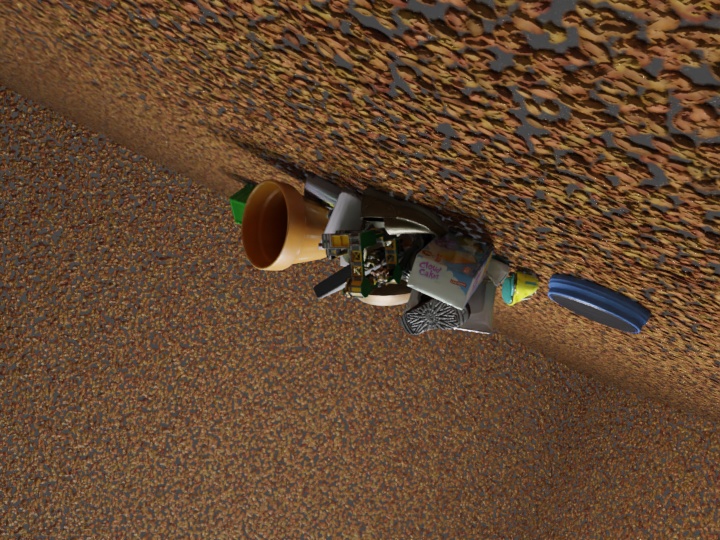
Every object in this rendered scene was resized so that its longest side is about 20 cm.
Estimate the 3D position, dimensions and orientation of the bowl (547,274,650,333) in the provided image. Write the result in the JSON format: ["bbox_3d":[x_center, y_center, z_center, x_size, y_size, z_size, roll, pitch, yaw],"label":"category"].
[{"bbox_3d":[0.460,0.067,1.188,0.195,0.040,0.201,25,177,2],"label":"bowl"}]

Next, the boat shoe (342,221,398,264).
[{"bbox_3d":[0.033,-0.085,1.396,0.070,0.072,0.199,47,132,-8],"label":"boat shoe"}]

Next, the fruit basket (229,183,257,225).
[{"bbox_3d":[-0.325,-0.218,2.090,0.208,0.160,0.217,-10,-157,4],"label":"fruit basket"}]

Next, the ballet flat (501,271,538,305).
[{"bbox_3d":[0.363,0.042,1.374,0.064,0.069,0.200,2,172,6],"label":"ballet flat"}]

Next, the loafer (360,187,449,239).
[{"bbox_3d":[0.081,-0.097,1.182,0.196,0.072,0.075,24,177,28],"label":"loafer"}]

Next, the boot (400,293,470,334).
[{"bbox_3d":[0.188,0.045,1.235,0.162,0.199,0.067,-15,105,41],"label":"boot"}]

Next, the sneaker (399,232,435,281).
[{"bbox_3d":[0.125,0.000,1.308,0.074,0.117,0.201,22,-154,-8],"label":"sneaker"}]

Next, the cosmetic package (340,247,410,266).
[{"bbox_3d":[0.059,-0.033,1.599,0.147,0.054,0.197,-4,-172,-36],"label":"cosmetic package"}]

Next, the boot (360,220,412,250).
[{"bbox_3d":[0.025,-0.086,1.536,0.195,0.073,0.143,15,-173,22],"label":"boot"}]

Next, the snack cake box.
[{"bbox_3d":[0.176,-0.009,1.156,0.112,0.069,0.200,24,-155,14],"label":"snack cake box"}]

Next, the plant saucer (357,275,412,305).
[{"bbox_3d":[0.064,0.044,1.476,0.192,0.037,0.201,-2,-163,1],"label":"plant saucer"}]

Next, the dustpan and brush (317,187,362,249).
[{"bbox_3d":[-0.023,-0.118,1.360,0.057,0.143,0.197,37,-157,32],"label":"dustpan and brush"}]

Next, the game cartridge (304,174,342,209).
[{"bbox_3d":[-0.072,-0.174,1.454,0.129,0.042,0.200,21,177,-4],"label":"game cartridge"}]

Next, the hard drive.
[{"bbox_3d":[0.000,0.000,1.399,0.138,0.034,0.198,-32,175,42],"label":"hard drive"}]

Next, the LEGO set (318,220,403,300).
[{"bbox_3d":[-0.005,-0.025,1.246,0.113,0.159,0.199,1,-161,33],"label":"LEGO set"}]

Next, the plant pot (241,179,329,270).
[{"bbox_3d":[-0.158,-0.101,1.452,0.180,0.207,0.197,4,-169,-43],"label":"plant pot"}]

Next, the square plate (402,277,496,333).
[{"bbox_3d":[0.204,0.057,1.354,0.191,0.029,0.202,8,-147,11],"label":"square plate"}]

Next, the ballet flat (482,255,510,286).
[{"bbox_3d":[0.235,-0.016,1.341,0.197,0.071,0.069,23,177,39],"label":"ballet flat"}]
